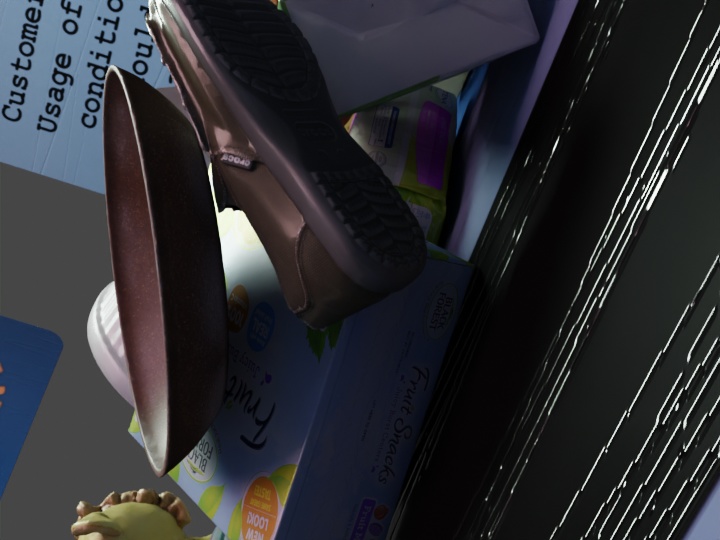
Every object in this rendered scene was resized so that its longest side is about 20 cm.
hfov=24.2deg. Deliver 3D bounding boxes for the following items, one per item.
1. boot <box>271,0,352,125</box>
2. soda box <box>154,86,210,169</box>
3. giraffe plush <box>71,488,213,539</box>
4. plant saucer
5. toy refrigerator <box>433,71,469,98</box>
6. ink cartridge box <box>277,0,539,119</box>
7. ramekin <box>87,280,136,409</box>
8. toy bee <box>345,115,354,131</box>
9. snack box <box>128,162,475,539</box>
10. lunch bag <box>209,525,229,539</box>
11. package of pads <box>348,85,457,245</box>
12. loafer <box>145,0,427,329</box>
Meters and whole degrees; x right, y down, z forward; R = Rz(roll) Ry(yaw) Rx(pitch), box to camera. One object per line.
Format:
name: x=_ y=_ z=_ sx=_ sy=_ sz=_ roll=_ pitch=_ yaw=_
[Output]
boot: x=-0.013 y=-0.201 z=1.017 sx=0.200 sy=0.073 sz=0.155 roll=-61 pitch=26 yaw=31
soda box: x=-0.096 y=-0.054 z=1.172 sx=0.200 sy=0.068 sz=0.064 roll=51 pitch=138 yaw=44
giraffe plush: x=-0.133 y=0.224 z=1.192 sx=0.173 sy=0.161 sz=0.201 roll=111 pitch=173 yaw=-47
plant saucer: x=-0.095 y=-0.001 z=0.822 sx=0.200 sy=0.036 sz=0.202 roll=173 pitch=90 yaw=-75
toy refrigerator: x=0.057 y=-0.216 z=1.122 sx=0.076 sy=0.070 sz=0.201 roll=114 pitch=172 yaw=-53
ink cartridge box: x=0.018 y=-0.128 z=0.893 sx=0.200 sy=0.117 sz=0.068 roll=-126 pitch=15 yaw=-84
ramekin: x=-0.088 y=0.040 z=1.211 sx=0.094 sy=0.202 sz=0.203 roll=-59 pitch=10 yaw=25
toy bee: x=-0.015 y=-0.097 z=1.196 sx=0.131 sy=0.109 sz=0.200 roll=-30 pitch=24 yaw=-1
snack box: x=-0.038 y=0.045 z=0.863 sx=0.200 sy=0.067 sz=0.169 roll=32 pitch=106 yaw=61
lunch bag: x=-0.067 y=0.230 z=0.895 sx=0.200 sy=0.077 sz=0.161 roll=-89 pitch=17 yaw=-75
package of pads: x=0.000 y=0.000 z=1.019 sx=0.155 sy=0.068 sz=0.201 roll=-78 pitch=6 yaw=-60
loafer: x=-0.048 y=-0.056 z=0.755 sx=0.070 sy=0.075 sz=0.200 roll=-48 pitch=59 yaw=31
